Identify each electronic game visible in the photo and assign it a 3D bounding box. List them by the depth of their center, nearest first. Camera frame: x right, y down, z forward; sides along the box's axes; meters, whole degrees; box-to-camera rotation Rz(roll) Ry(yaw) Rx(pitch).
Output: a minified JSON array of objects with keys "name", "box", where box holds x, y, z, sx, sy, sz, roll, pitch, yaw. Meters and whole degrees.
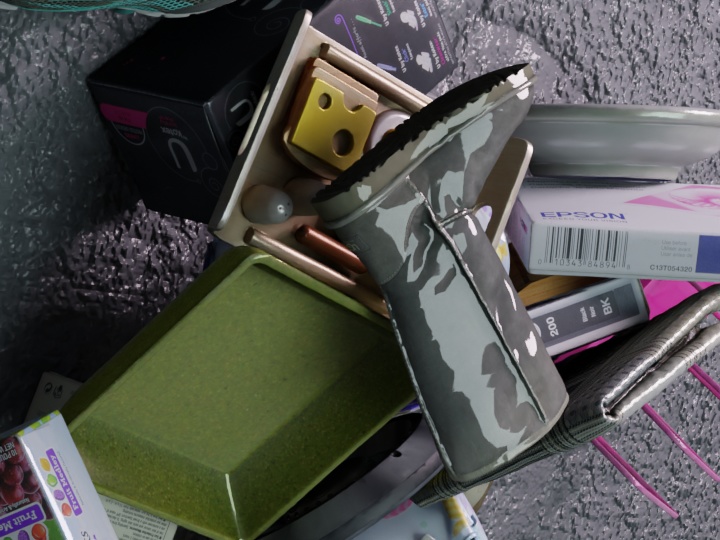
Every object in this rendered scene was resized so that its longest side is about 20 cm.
[{"name":"electronic game","box":[-0.018,0.157,1.630,0.200,0.200,0.042,-37,98,-33]}]

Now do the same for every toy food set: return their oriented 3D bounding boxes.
[{"name":"toy food set","box":[0.009,-0.054,1.480,0.200,0.060,0.144,28,79,-36]}]

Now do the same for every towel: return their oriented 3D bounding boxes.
[{"name":"towel","box":[0.147,0.088,1.618,0.035,0.192,0.200,57,43,-3]}]

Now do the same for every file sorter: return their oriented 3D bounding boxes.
[{"name":"file sorter","box":[0.258,0.077,1.865,0.200,0.125,0.139,-46,153,3]}]

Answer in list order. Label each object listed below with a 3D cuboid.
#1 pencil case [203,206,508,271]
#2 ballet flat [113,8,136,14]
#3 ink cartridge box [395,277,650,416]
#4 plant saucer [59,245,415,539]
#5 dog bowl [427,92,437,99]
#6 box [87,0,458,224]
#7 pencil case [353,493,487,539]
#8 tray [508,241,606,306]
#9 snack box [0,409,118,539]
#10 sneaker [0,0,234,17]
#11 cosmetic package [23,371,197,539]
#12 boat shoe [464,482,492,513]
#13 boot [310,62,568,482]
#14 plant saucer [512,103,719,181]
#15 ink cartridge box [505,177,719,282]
[{"name":"pencil case","box":[0.000,0.000,1.579,0.199,0.083,0.091,-11,125,-30]},{"name":"ballet flat","box":[-0.078,-0.218,1.504,0.199,0.067,0.064,-22,114,-20]},{"name":"ink cartridge box","box":[0.070,0.063,1.676,0.199,0.198,0.044,-20,88,-27]},{"name":"plant saucer","box":[-0.076,0.069,1.482,0.200,0.048,0.200,-42,139,18]},{"name":"dog bowl","box":[0.019,-0.036,1.698,0.199,0.059,0.201,-16,113,-42]},{"name":"box","box":[-0.053,-0.127,1.543,0.200,0.122,0.106,-43,126,-30]},{"name":"pencil case","box":[-0.004,0.215,1.672,0.199,0.091,0.083,-30,129,0]},{"name":"tray","box":[0.158,-0.008,1.824,0.199,0.099,0.037,-16,75,-42]},{"name":"snack box","box":[-0.200,0.201,1.422,0.053,0.142,0.201,-28,94,-61]},{"name":"sneaker","box":[-0.133,-0.180,1.413,0.199,0.091,0.078,-8,103,-15]},{"name":"cosmetic package","box":[-0.184,0.178,1.542,0.105,0.071,0.201,28,82,-46]},{"name":"boat shoe","box":[0.052,0.171,1.768,0.072,0.065,0.201,-69,-179,-48]},{"name":"boot","box":[0.077,-0.001,1.456,0.182,0.073,0.200,-38,103,-18]},{"name":"plant saucer","box":[0.176,-0.091,1.735,0.200,0.199,0.051,1,90,-46]},{"name":"ink cartridge box","box":[0.201,-0.036,1.696,0.195,0.200,0.044,2,106,-5]}]
